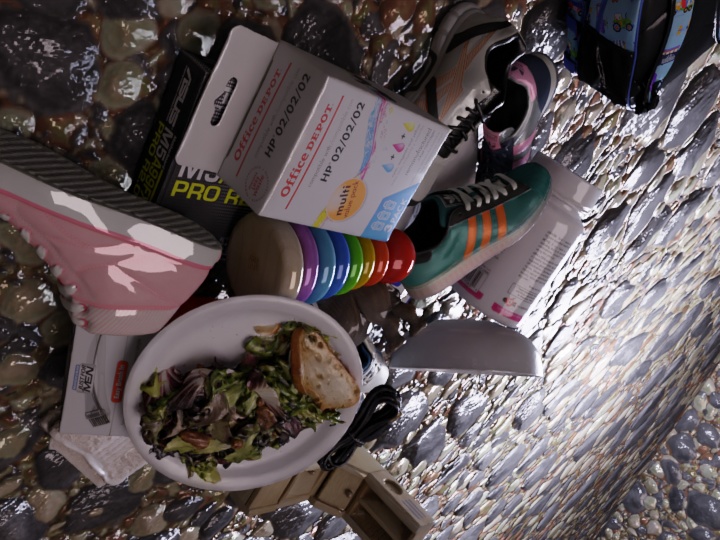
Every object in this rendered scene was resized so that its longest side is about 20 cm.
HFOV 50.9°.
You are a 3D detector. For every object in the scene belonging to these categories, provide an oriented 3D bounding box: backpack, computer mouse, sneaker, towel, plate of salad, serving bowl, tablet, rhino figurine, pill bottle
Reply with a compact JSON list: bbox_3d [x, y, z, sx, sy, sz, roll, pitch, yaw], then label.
[{"bbox_3d":[0.307,-0.298,0.792,0.182,0.134,0.201,-38,145,-13],"label":"backpack"},{"bbox_3d":[-0.050,0.091,0.735,0.109,0.201,0.044,-38,179,21],"label":"computer mouse"},{"bbox_3d":[0.085,-0.152,0.714,0.073,0.080,0.202,13,103,-53],"label":"sneaker"},{"bbox_3d":[-0.196,0.123,0.736,0.199,0.034,0.133,-38,145,-15],"label":"towel"},{"bbox_3d":[-0.007,0.109,0.899,0.072,0.072,0.200,-46,147,-5],"label":"sneaker"},{"bbox_3d":[-0.091,0.111,0.617,0.197,0.048,0.202,-8,122,-13],"label":"plate of salad"},{"bbox_3d":[0.136,0.099,0.978,0.199,0.198,0.067,15,75,-53],"label":"serving bowl"},{"bbox_3d":[-0.203,-0.015,0.524,0.199,0.075,0.105,27,105,-35],"label":"sneaker"},{"bbox_3d":[0.060,-0.088,0.799,0.199,0.014,0.132,-31,134,-35],"label":"tablet"},{"bbox_3d":[-0.035,0.077,0.783,0.199,0.088,0.060,-35,176,13],"label":"rhino figurine"},{"bbox_3d":[0.114,-0.057,0.789,0.199,0.071,0.080,-39,126,-5],"label":"sneaker"},{"bbox_3d":[0.153,-0.137,0.835,0.082,0.070,0.202,-24,132,-46],"label":"sneaker"},{"bbox_3d":[0.209,-0.039,0.956,0.113,0.113,0.201,12,115,-52],"label":"pill bottle"}]

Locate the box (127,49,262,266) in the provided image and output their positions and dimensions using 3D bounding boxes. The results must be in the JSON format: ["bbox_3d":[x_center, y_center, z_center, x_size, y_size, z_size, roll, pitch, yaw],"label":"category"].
[{"bbox_3d":[-0.090,-0.081,0.645,0.199,0.044,0.161,4,121,-49],"label":"box"}]

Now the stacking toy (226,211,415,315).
[{"bbox_3d":[-0.021,-0.013,0.682,0.199,0.085,0.086,-7,129,-49],"label":"stacking toy"}]

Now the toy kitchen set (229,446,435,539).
[{"bbox_3d":[-0.013,0.262,0.944,0.199,0.180,0.164,10,115,-56],"label":"toy kitchen set"}]

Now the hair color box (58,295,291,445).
[{"bbox_3d":[-0.147,0.083,0.650,0.197,0.064,0.112,8,114,-23],"label":"hair color box"}]

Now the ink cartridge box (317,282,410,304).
[{"bbox_3d":[0.000,0.000,0.833,0.095,0.037,0.199,-55,143,8],"label":"ink cartridge box"}]

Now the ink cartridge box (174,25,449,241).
[{"bbox_3d":[-0.031,-0.098,0.594,0.199,0.068,0.116,8,117,-50],"label":"ink cartridge box"}]
